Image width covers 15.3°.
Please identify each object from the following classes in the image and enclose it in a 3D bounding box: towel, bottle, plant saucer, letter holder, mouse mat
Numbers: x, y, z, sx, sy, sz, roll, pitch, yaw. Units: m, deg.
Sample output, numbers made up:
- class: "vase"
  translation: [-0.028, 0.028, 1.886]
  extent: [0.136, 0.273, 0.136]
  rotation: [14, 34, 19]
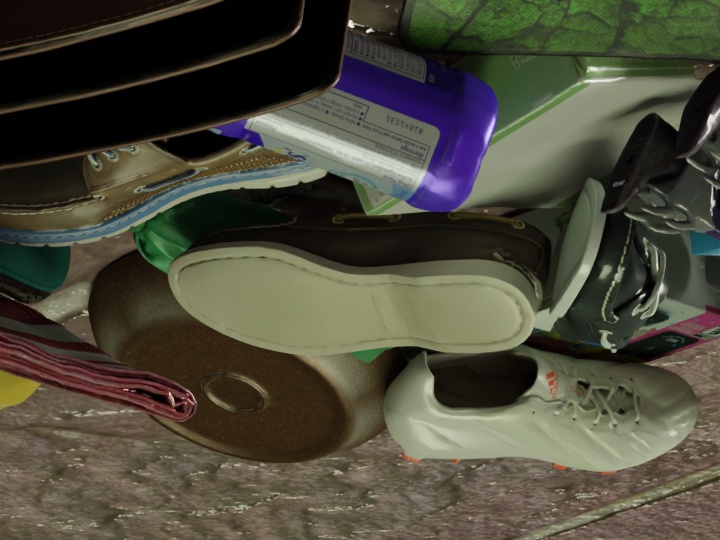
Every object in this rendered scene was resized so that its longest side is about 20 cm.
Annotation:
- class: "towel"
  translation: [-0.190, 0.025, 1.374]
  extent: [0.144, 0.023, 0.200]
  rotation: [20, -177, -40]
- class: "bottle"
  translation: [-0.040, -0.087, 1.196]
  extent: [0.200, 0.065, 0.084]
  rotation: [20, -174, -9]
- class: "plant saucer"
  translation: [-0.070, 0.060, 1.585]
  extent: [0.200, 0.037, 0.200]
  rotation: [12, 146, 8]
- class: "letter holder"
  translation: [-0.116, -0.094, 1.073]
  extent: [0.200, 0.142, 0.101]
  rotation: [-10, 128, 14]
- class: "mouse mat"
  translation: [0.124, -0.147, 1.150]
  extent: [0.200, 0.008, 0.161]
  rotation: [-1, 140, -14]

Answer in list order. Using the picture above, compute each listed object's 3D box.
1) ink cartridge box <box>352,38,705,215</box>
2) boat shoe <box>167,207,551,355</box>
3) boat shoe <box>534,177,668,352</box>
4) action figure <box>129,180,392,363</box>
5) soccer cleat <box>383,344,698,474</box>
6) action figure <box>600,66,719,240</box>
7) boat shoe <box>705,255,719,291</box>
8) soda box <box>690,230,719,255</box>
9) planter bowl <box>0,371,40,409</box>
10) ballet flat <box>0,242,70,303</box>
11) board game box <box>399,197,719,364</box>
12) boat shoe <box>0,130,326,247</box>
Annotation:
- class: "ink cartridge box"
  translation: [0.106, -0.078, 1.325]
  extent: [0.146, 0.048, 0.200]
  rotation: [-32, 164, 36]
- class: "boat shoe"
  translation: [0.000, 0.000, 1.389]
  extent: [0.200, 0.060, 0.072]
  rotation: [2, 132, 21]
- class: "boat shoe"
  translation: [0.129, 0.001, 1.379]
  extent: [0.060, 0.076, 0.200]
  rotation: [18, 176, 2]
- class: "action figure"
  translation: [-0.050, -0.015, 1.454]
  extent: [0.200, 0.055, 0.118]
  rotation: [19, 136, -25]
- class: "soccer cleat"
  translation: [0.112, 0.077, 1.566]
  extent: [0.200, 0.069, 0.078]
  rotation: [-1, 144, -19]
- class: "action figure"
  translation: [0.218, -0.013, 1.295]
  extent: [0.200, 0.069, 0.130]
  rotation: [32, 150, -20]
- class: "boat shoe"
  translation: [0.273, -0.033, 1.473]
  extent: [0.068, 0.074, 0.199]
  rotation: [24, 139, -27]
- class: "soda box"
  translation: [0.252, -0.055, 1.365]
  extent: [0.064, 0.068, 0.200]
  rotation: [3, 168, -33]
- class: "planter bowl"
  translation: [-0.262, 0.051, 1.418]
  extent: [0.200, 0.084, 0.200]
  rotation: [21, -178, -1]
- class: "ballet flat"
  translation: [-0.223, -0.028, 1.395]
  extent: [0.075, 0.068, 0.200]
  rotation: [6, 167, 21]
- class: "board game box"
  translation: [0.108, 0.021, 1.595]
  extent: [0.200, 0.064, 0.148]
  rotation: [-20, 155, 38]
- class: "boat shoe"
  translation: [-0.104, -0.069, 1.304]
  extent: [0.200, 0.072, 0.072]
  rotation: [-15, 155, -1]
